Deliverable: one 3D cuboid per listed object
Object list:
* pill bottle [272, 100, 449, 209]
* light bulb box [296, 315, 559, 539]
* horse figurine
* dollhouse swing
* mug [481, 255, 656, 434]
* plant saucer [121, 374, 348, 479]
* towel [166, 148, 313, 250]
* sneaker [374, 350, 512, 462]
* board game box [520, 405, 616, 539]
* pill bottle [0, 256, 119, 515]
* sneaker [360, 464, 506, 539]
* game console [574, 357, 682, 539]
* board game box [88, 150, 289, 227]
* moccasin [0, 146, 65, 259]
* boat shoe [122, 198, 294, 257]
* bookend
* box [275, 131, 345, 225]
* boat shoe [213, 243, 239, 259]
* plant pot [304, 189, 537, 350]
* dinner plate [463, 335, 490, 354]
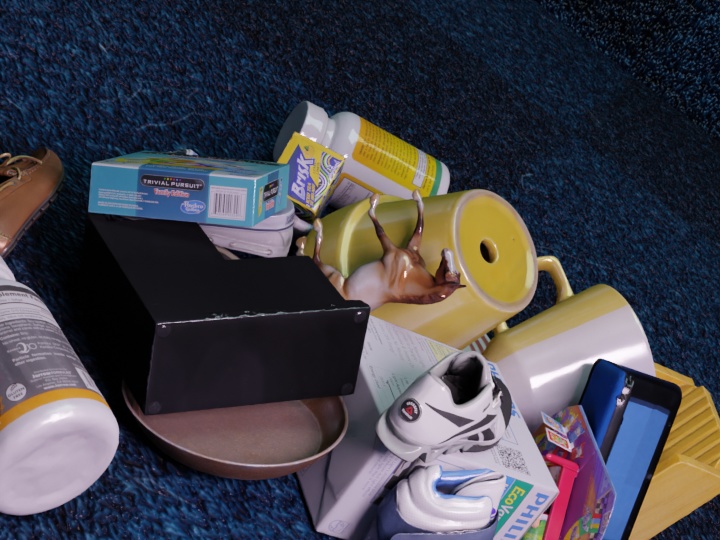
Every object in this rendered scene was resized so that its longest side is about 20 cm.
[{"bbox_3d":[-0.001,-0.123,2.091,0.199,0.113,0.113,27,25,-20],"label":"pill bottle"},{"bbox_3d":[0.047,0.159,1.604,0.199,0.125,0.199,22,26,-30],"label":"light bulb box"},{"bbox_3d":[0.000,0.000,1.658,0.050,0.199,0.133,46,27,-59],"label":"horse figurine"},{"bbox_3d":[0.271,0.163,1.877,0.176,0.182,0.200,46,19,-23],"label":"dollhouse swing"},{"bbox_3d":[0.201,0.098,1.821,0.153,0.150,0.187,-18,39,-15],"label":"mug"},{"bbox_3d":[-0.111,0.124,1.503,0.199,0.035,0.200,11,26,-5],"label":"plant saucer"},{"bbox_3d":[-0.126,-0.075,1.847,0.200,0.024,0.147,29,-10,-20],"label":"towel"},{"bbox_3d":[0.096,0.109,1.502,0.074,0.089,0.200,42,23,17],"label":"sneaker"},{"bbox_3d":[0.163,0.216,1.617,0.039,0.158,0.200,25,26,-22],"label":"board game box"},{"bbox_3d":[-0.276,0.079,1.319,0.116,0.117,0.200,8,35,-48],"label":"pill bottle"},{"bbox_3d":[0.104,0.246,1.490,0.200,0.147,0.081,30,24,-13],"label":"sneaker"},{"bbox_3d":[0.255,0.200,1.694,0.118,0.201,0.171,20,3,-6],"label":"game console"},{"bbox_3d":[-0.156,-0.079,1.621,0.150,0.047,0.200,6,8,5],"label":"board game box"},{"bbox_3d":[-0.331,-0.067,1.586,0.078,0.074,0.202,42,31,-10],"label":"moccasin"},{"bbox_3d":[-0.167,-0.042,1.761,0.201,0.086,0.075,7,29,5],"label":"boat shoe"},{"bbox_3d":[-0.127,0.029,1.533,0.198,0.092,0.200,-4,31,-27],"label":"bookend"},{"bbox_3d":[-0.064,-0.090,1.877,0.064,0.070,0.200,29,-8,0],"label":"box"},{"bbox_3d":[-0.128,0.032,1.669,0.199,0.075,0.073,24,25,-24],"label":"boat shoe"},{"bbox_3d":[0.069,0.006,1.753,0.200,0.189,0.202,21,59,-39],"label":"plant pot"},{"bbox_3d":[0.070,0.065,1.947,0.200,0.024,0.200,31,23,-14],"label":"dinner plate"}]
